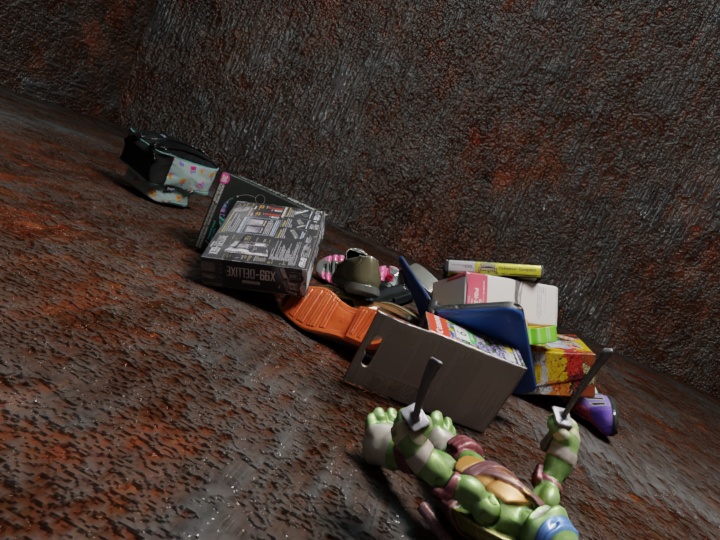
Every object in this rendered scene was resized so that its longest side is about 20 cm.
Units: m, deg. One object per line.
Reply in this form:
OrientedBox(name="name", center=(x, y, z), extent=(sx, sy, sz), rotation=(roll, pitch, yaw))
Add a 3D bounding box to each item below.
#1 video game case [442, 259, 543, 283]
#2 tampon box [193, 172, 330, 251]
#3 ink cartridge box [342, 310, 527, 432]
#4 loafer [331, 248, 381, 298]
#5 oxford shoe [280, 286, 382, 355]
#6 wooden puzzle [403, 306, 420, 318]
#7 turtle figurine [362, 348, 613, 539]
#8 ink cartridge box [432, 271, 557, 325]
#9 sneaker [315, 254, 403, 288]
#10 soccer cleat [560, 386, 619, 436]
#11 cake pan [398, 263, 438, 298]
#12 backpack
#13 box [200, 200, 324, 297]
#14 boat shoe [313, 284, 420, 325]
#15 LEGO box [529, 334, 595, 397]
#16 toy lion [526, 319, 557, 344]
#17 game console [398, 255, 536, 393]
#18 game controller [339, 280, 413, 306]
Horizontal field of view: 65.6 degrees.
OrientedBox(name="video game case", center=(0.255, 0.018, 1.120), extent=(0.179, 0.026, 0.200), rotation=(4, -12, 7))
OrientedBox(name="tampon box", center=(-0.178, -0.074, 1.048), extent=(0.199, 0.151, 0.126), rotation=(23, 7, 0))
OrientedBox(name="ink cartridge box", center=(0.089, 0.116, 0.690), extent=(0.199, 0.110, 0.050), rotation=(22, 23, -10))
OrientedBox(name="loafer", center=(0.000, 0.000, 0.938), extent=(0.075, 0.070, 0.200), rotation=(13, 3, -14))
OrientedBox(name="oxford shoe", center=(-0.034, 0.082, 0.819), extent=(0.199, 0.071, 0.073), rotation=(21, -28, 32))
OrientedBox(name="wooden puzzle", center=(0.083, 0.100, 1.113), extent=(0.199, 0.038, 0.185), rotation=(22, 7, 22))
OrientedBox(name="turtle figurine", center=(0.090, 0.123, 0.434), extent=(0.143, 0.201, 0.194), rotation=(-24, 8, -27))
OrientedBox(name="ink cartridge box", center=(0.256, 0.065, 1.082), extent=(0.198, 0.086, 0.146), rotation=(7, -12, -17))
OrientedBox(name="sneaker", center=(-0.005, 0.027, 1.251), extent=(0.198, 0.080, 0.096), rotation=(14, -29, 4))
OrientedBox(name="soccer cleat", center=(0.409, 0.245, 1.017), extent=(0.072, 0.069, 0.200), rotation=(5, 8, 4))
OrientedBox(name="cake pan", center=(0.162, 0.062, 1.232), extent=(0.201, 0.037, 0.200), rotation=(50, -5, 6))
OrientedBox(name="backpack", center=(-0.455, -0.242, 1.350), extent=(0.175, 0.154, 0.199), rotation=(30, 20, 30))
OrientedBox(name="box", center=(-0.146, -0.041, 0.887), extent=(0.156, 0.050, 0.201), rotation=(6, 31, 1))
OrientedBox(name="boat shoe", center=(-0.001, 0.078, 0.887), extent=(0.198, 0.073, 0.068), rotation=(15, 6, 20))
OrientedBox(name="LEGO box", center=(0.345, 0.172, 1.051), extent=(0.148, 0.078, 0.200), rotation=(1, 3, 12))
OrientedBox(name="toy lion", center=(0.230, 0.116, 0.962), extent=(0.198, 0.069, 0.191), rotation=(-6, -4, 26))
OrientedBox(name="game console", center=(0.150, 0.075, 0.786), extent=(0.169, 0.119, 0.201), rotation=(-5, -42, 20))
OrientedBox(name="game controller", center=(0.025, 0.050, 1.060), extent=(0.104, 0.043, 0.200), rotation=(7, 8, 27))
